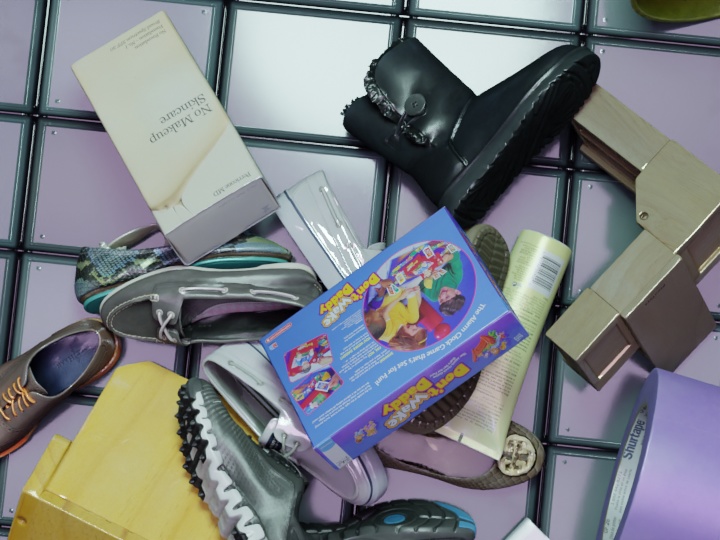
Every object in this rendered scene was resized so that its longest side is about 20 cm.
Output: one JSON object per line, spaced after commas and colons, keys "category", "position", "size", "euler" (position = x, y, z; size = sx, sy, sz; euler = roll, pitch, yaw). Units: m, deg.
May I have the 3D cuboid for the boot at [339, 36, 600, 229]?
{"category": "boot", "position": [0.092, -0.159, 1.729], "size": [0.200, 0.076, 0.168], "euler": [-49, 63, 10]}

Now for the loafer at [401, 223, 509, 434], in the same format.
{"category": "loafer", "position": [0.071, 0.053, 1.722], "size": [0.076, 0.067, 0.201], "euler": [40, 65, -31]}

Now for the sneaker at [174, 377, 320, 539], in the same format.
{"category": "sneaker", "position": [-0.094, 0.179, 1.687], "size": [0.090, 0.067, 0.201], "euler": [-13, 64, -27]}

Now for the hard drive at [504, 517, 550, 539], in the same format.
{"category": "hard drive", "position": [0.127, 0.340, 1.751], "size": [0.132, 0.027, 0.200], "euler": [44, 89, 4]}

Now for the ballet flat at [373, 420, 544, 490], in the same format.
{"category": "ballet flat", "position": [0.067, 0.156, 1.755], "size": [0.199, 0.046, 0.068], "euler": [11, 86, 2]}

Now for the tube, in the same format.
{"category": "tube", "position": [0.127, 0.063, 1.750], "size": [0.058, 0.052, 0.201], "euler": [14, 76, 47]}

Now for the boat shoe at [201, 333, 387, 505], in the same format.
{"category": "boat shoe", "position": [-0.064, 0.141, 1.732], "size": [0.200, 0.074, 0.067], "euler": [43, 45, 19]}

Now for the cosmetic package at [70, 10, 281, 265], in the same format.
{"category": "cosmetic package", "position": [-0.165, -0.118, 1.735], "size": [0.103, 0.073, 0.201], "euler": [-32, 64, -2]}

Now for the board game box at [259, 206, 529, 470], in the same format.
{"category": "board game box", "position": [0.026, 0.057, 1.656], "size": [0.199, 0.045, 0.135], "euler": [-35, 49, 6]}

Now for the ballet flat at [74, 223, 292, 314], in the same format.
{"category": "ballet flat", "position": [-0.163, -0.016, 1.765], "size": [0.199, 0.074, 0.075], "euler": [-11, 86, -3]}

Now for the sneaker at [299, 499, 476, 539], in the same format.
{"category": "sneaker", "position": [0.008, 0.258, 1.747], "size": [0.199, 0.073, 0.082], "euler": [-10, 102, 6]}

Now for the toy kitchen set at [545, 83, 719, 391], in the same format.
{"category": "toy kitchen set", "position": [0.224, -0.014, 1.747], "size": [0.200, 0.163, 0.180], "euler": [-47, 59, -2]}

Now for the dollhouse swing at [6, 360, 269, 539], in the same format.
{"category": "dollhouse swing", "position": [-0.190, 0.219, 1.763], "size": [0.199, 0.176, 0.182], "euler": [25, 128, 2]}

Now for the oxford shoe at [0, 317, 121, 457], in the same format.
{"category": "oxford shoe", "position": [-0.306, 0.108, 1.753], "size": [0.200, 0.073, 0.071], "euler": [-40, 87, -1]}

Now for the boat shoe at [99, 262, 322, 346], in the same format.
{"category": "boat shoe", "position": [-0.131, 0.035, 1.727], "size": [0.198, 0.057, 0.067], "euler": [-8, 130, -3]}

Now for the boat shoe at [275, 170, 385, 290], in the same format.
{"category": "boat shoe", "position": [0.000, 0.000, 1.755], "size": [0.065, 0.074, 0.200], "euler": [-36, 87, 3]}

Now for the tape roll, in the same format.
{"category": "tape roll", "position": [0.264, 0.191, 1.673], "size": [0.084, 0.200, 0.201], "euler": [17, 86, 3]}

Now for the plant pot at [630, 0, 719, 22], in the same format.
{"category": "plant pot", "position": [0.310, -0.352, 1.727], "size": [0.199, 0.200, 0.194], "euler": [-14, 74, 0]}
